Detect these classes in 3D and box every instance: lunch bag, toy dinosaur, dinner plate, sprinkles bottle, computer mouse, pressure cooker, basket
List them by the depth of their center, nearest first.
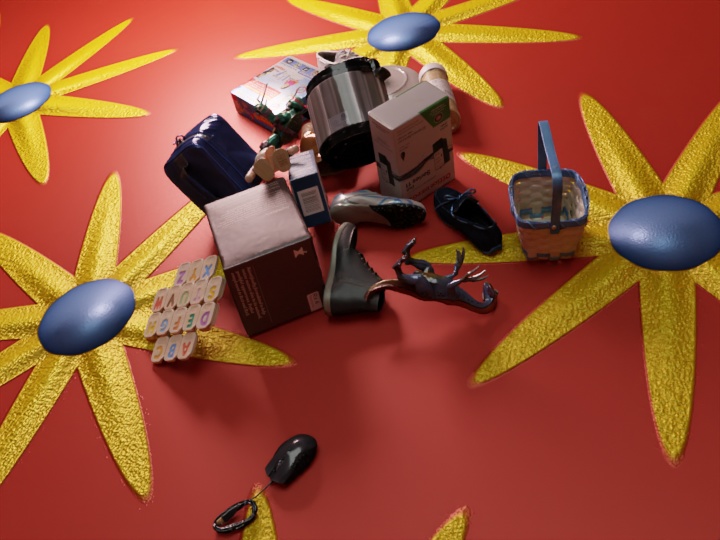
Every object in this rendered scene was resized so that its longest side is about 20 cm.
[{"bbox_3d":[-0.142,0.313,1.250,0.058,0.034,0.199,27,57,36],"label":"computer mouse"},{"bbox_3d":[0.139,0.026,1.434,0.200,0.181,0.105,-43,10,31],"label":"toy dinosaur"},{"bbox_3d":[0.327,-0.134,1.462,0.136,0.202,0.179,-6,43,9],"label":"basket"},{"bbox_3d":[-0.301,-0.207,1.715,0.135,0.200,0.134,-29,29,36],"label":"lunch bag"},{"bbox_3d":[-0.020,-0.332,1.715,0.172,0.179,0.204,-11,73,-17],"label":"pressure cooker"},{"bbox_3d":[0.175,-0.386,1.874,0.067,0.069,0.202,-11,42,4],"label":"sprinkles bottle"},{"bbox_3d":[0.049,-0.443,2.007,0.195,0.025,0.203,-8,44,8],"label":"dinner plate"}]

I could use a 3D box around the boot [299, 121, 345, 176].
[{"bbox_3d":[-0.036,-0.278,1.825,0.196,0.074,0.157,-19,43,8],"label":"boot"}]

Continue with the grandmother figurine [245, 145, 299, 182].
[{"bbox_3d":[-0.174,-0.213,1.632,0.119,0.062,0.200,-21,13,-9],"label":"grandmother figurine"}]

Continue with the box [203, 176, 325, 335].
[{"bbox_3d":[-0.171,-0.029,1.522,0.161,0.168,0.201,-20,41,-7],"label":"box"}]

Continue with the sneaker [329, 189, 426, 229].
[{"bbox_3d":[0.034,-0.126,1.637,0.195,0.073,0.073,4,51,18],"label":"sneaker"}]

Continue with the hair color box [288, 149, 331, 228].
[{"bbox_3d":[-0.102,-0.162,1.648,0.059,0.102,0.201,-16,20,0],"label":"hair color box"}]

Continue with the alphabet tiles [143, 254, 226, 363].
[{"bbox_3d":[-0.315,0.067,1.498,0.197,0.015,0.200,-11,58,41],"label":"alphabet tiles"}]

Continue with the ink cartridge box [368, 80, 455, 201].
[{"bbox_3d":[0.104,-0.242,1.645,0.145,0.202,0.083,-33,48,-19],"label":"ink cartridge box"}]

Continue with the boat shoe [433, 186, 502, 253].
[{"bbox_3d":[0.206,-0.113,1.575,0.083,0.070,0.200,-31,44,-18],"label":"boat shoe"}]

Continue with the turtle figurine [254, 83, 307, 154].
[{"bbox_3d":[-0.177,-0.313,1.812,0.100,0.149,0.203,29,91,22],"label":"turtle figurine"}]

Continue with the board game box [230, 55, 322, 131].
[{"bbox_3d":[-0.181,-0.426,2.027,0.195,0.057,0.199,-37,46,-22],"label":"board game box"}]

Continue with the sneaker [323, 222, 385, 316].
[{"bbox_3d":[0.000,0.000,1.522,0.104,0.075,0.203,1,54,11],"label":"sneaker"}]

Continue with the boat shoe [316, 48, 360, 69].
[{"bbox_3d":[-0.038,-0.502,2.038,0.197,0.066,0.074,12,46,41],"label":"boat shoe"}]
